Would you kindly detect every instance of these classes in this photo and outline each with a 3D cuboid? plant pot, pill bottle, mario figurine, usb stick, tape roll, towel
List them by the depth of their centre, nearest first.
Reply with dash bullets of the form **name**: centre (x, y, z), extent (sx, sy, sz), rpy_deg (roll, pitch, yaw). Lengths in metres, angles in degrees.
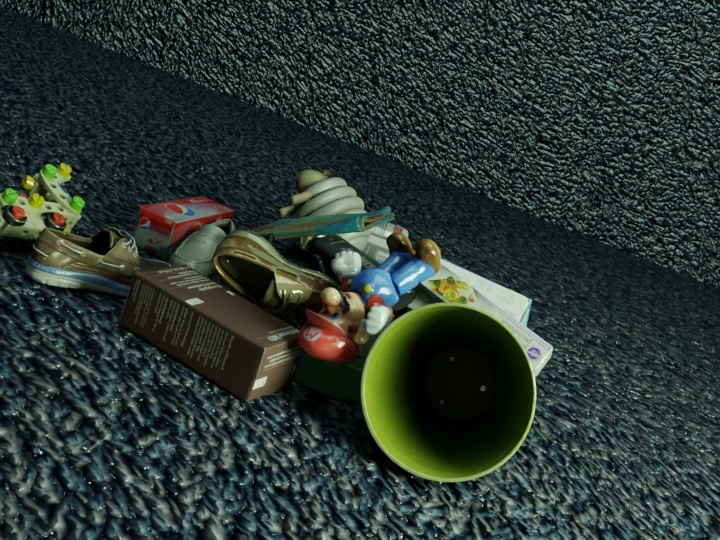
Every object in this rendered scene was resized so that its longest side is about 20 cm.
- **mario figurine**: centre (0.003, 0.021, 1.017), extent (0.106, 0.200, 0.123), rpy_deg (47, -27, 1)
- **plant pot**: centre (0.107, 0.136, 1.025), extent (0.186, 0.189, 0.200), rpy_deg (23, -1, 10)
- **tape roll**: centre (-0.029, 0.103, 1.151), extent (0.199, 0.049, 0.201), rpy_deg (19, 15, -5)
- **usb stick**: centre (0.000, 0.000, 1.168), extent (0.055, 0.033, 0.200), rpy_deg (-20, 33, -26)
- **towel**: centre (-0.064, -0.067, 1.291), extent (0.198, 0.022, 0.147), rpy_deg (-4, 9, 20)
- **pill bottle**: centre (-0.024, -0.054, 1.580), extent (0.198, 0.115, 0.114), rpy_deg (21, 15, -1)

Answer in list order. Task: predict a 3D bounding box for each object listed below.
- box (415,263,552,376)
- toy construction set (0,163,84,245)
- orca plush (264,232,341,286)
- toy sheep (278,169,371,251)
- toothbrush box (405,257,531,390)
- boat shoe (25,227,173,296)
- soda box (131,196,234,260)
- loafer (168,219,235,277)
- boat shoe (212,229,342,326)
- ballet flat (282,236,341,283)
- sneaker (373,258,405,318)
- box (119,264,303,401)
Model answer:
- **box**: centre (0.145, 0.054, 1.083), extent (0.200, 0.039, 0.042), rpy_deg (39, -13, 19)
- **toy construction set**: centre (-0.457, -0.090, 1.169), extent (0.199, 0.092, 0.132), rpy_deg (-7, 55, -46)
- **orca plush**: centre (-0.064, 0.001, 1.174), extent (0.105, 0.072, 0.200), rpy_deg (-10, 42, -42)
- **toy sheep**: centre (-0.049, -0.078, 1.458), extent (0.138, 0.137, 0.201), rpy_deg (-11, 73, -63)
- **toothbrush box**: centre (0.144, 0.082, 1.203), extent (0.145, 0.086, 0.200), rpy_deg (26, -19, 15)
- **boat shoe**: centre (-0.319, -0.013, 1.124), extent (0.199, 0.073, 0.072), rpy_deg (6, 21, -44)
- **soda box**: centre (-0.278, -0.071, 1.400), extent (0.070, 0.064, 0.200), rpy_deg (24, 16, 13)
- **loafer**: centre (-0.234, -0.036, 1.319), extent (0.069, 0.070, 0.200), rpy_deg (21, 15, 1)
- **boat shoe**: centre (-0.099, 0.028, 1.084), extent (0.199, 0.076, 0.074), rpy_deg (31, 26, 6)
- **ballet flat**: centre (-0.057, -0.024, 1.323), extent (0.073, 0.074, 0.200), rpy_deg (11, 6, -31)
- **sneaker**: centre (0.075, 0.046, 1.412), extent (0.082, 0.074, 0.200), rpy_deg (-17, 41, -27)
- **box**: centre (-0.173, 0.069, 1.036), extent (0.199, 0.075, 0.100), rpy_deg (29, 17, 20)
